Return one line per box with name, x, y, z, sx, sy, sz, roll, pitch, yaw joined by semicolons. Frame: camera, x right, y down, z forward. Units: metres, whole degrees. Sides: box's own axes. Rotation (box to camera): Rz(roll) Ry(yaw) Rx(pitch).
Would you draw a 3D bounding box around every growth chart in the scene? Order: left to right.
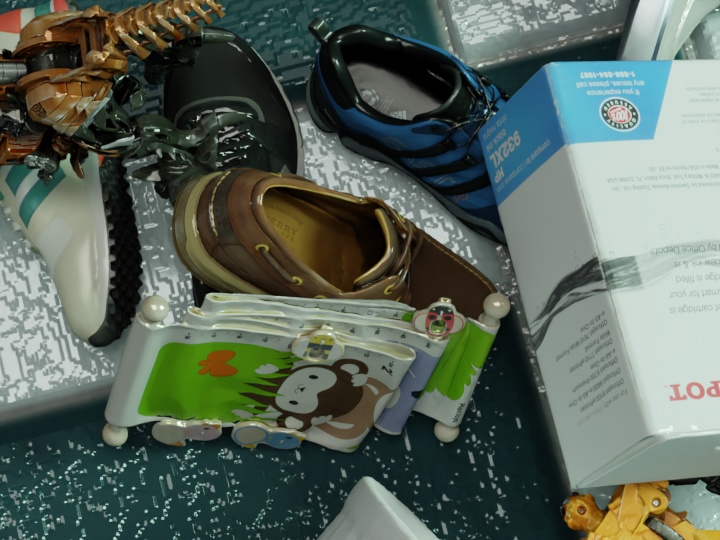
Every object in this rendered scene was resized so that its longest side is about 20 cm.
growth chart;-0.031;0.054;1.338;0.200;0.145;0.018;1;52;-7

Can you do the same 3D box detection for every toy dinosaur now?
toy dinosaur;-0.135;-0.088;1.299;0.200;0.136;0.102;3;85;48

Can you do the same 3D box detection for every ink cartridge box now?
ink cartridge box;0.159;0.000;1.310;0.145;0.084;0.200;-3;68;-29

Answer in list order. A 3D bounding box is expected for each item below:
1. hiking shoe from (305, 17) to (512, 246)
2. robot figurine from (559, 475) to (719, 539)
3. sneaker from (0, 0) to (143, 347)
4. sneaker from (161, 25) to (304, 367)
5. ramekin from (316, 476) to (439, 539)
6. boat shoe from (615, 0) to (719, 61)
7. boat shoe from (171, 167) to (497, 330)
hiking shoe;0.059;-0.068;1.385;0.200;0.087;0.075;23;79;7
robot figurine;0.186;0.179;1.338;0.200;0.058;0.145;36;80;9
sneaker;-0.177;-0.048;1.402;0.093;0.070;0.200;-12;74;6
sneaker;-0.064;-0.043;1.382;0.076;0.088;0.200;-10;77;0
ramekin;0.037;0.205;1.270;0.098;0.200;0.200;-43;79;0
boat shoe;0.206;-0.177;1.419;0.086;0.075;0.202;23;69;3
boat shoe;0.000;-0.001;1.333;0.200;0.068;0.072;22;66;-35
